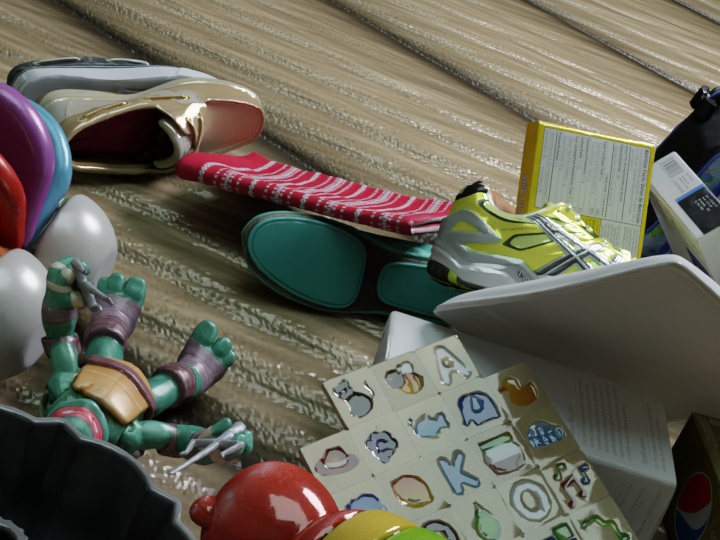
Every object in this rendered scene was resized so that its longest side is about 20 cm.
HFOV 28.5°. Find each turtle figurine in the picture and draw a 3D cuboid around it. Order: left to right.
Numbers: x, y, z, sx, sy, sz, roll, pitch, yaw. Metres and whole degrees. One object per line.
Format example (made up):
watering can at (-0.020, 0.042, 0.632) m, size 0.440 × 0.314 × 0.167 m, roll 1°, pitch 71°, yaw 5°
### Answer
turtle figurine at (-0.136, 0.063, 0.809) m, size 0.150 × 0.101 × 0.200 m, roll 49°, pitch 11°, yaw -7°

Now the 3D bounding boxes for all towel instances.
towel at (-0.029, -0.061, 1.102) m, size 0.199 × 0.023 × 0.145 m, roll 15°, pitch 10°, yaw 20°

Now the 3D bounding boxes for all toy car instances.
toy car at (-0.244, -0.042, 0.866) m, size 0.174 × 0.151 × 0.200 m, roll 23°, pitch 28°, yaw 5°

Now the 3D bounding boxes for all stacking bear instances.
stacking bear at (-0.001, 0.172, 0.715) m, size 0.200 × 0.114 × 0.121 m, roll 33°, pitch 30°, yaw 30°

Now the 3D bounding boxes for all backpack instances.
backpack at (0.354, -0.042, 1.259) m, size 0.199 × 0.183 × 0.148 m, roll 16°, pitch 48°, yaw -18°

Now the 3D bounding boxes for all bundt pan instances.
bundt pan at (-0.176, 0.151, 0.654) m, size 0.201 × 0.076 × 0.202 m, roll 16°, pitch 29°, yaw -9°

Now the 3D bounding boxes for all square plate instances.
square plate at (0.182, 0.047, 0.928) m, size 0.198 × 0.199 × 0.029 m, roll 32°, pitch 61°, yaw -34°

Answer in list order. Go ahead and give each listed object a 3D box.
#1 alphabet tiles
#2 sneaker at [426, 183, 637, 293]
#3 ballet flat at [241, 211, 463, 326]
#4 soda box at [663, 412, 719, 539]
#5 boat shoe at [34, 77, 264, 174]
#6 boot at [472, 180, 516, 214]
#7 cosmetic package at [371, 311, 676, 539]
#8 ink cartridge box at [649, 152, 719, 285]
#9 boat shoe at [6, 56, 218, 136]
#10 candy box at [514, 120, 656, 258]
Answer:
alphabet tiles at (0.065, 0.133, 0.833) m, size 0.166 × 0.006 × 0.201 m, roll -18°, pitch 64°, yaw -27°
sneaker at (0.149, -0.006, 0.982) m, size 0.199 × 0.077 × 0.075 m, roll 14°, pitch -4°, yaw -7°
ballet flat at (0.000, 0.000, 1.070) m, size 0.199 × 0.068 × 0.070 m, roll 14°, pitch 5°, yaw -15°
soda box at (0.248, 0.181, 0.904) m, size 0.064 × 0.068 × 0.200 m, roll 16°, pitch 29°, yaw -12°
boat shoe at (-0.159, -0.106, 1.121) m, size 0.199 × 0.074 × 0.069 m, roll -9°, pitch 34°, yaw -29°
boot at (0.153, 0.002, 1.163) m, size 0.154 × 0.074 × 0.200 m, roll 26°, pitch 12°, yaw -20°
cosmetic package at (0.100, 0.107, 0.929) m, size 0.199 × 0.074 × 0.102 m, roll 17°, pitch 29°, yaw -3°
ink cartridge box at (0.287, 0.006, 1.136) m, size 0.200 × 0.039 × 0.100 m, roll 58°, pitch 2°, yaw -41°
boat shoe at (-0.194, -0.149, 1.171) m, size 0.199 × 0.072 × 0.071 m, roll 6°, pitch 29°, yaw -30°
candy box at (0.157, -0.002, 1.044) m, size 0.102 × 0.201 × 0.026 m, roll 9°, pitch -3°, yaw -23°
